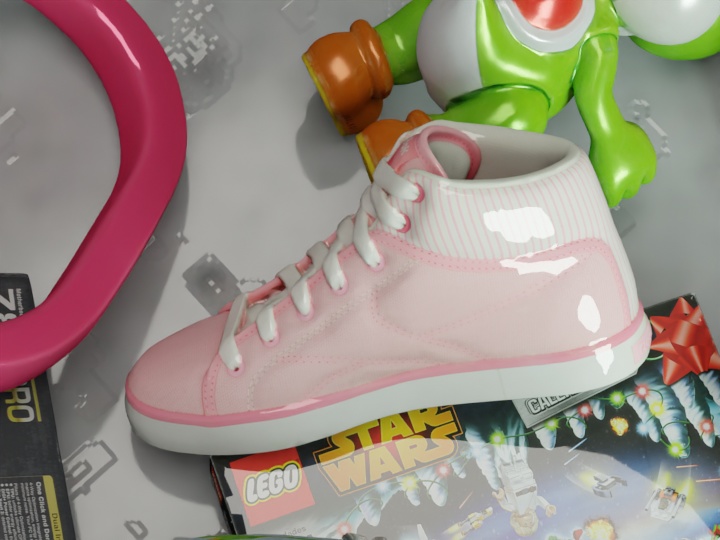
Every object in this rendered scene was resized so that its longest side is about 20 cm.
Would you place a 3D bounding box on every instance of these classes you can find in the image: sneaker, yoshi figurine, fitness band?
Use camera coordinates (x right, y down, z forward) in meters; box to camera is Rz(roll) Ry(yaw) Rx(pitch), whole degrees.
[{"bbox_3d":[0.000,0.000,0.873,0.198,0.076,0.105,-10,116,11],"label":"sneaker"},{"bbox_3d":[0.084,-0.091,0.942,0.199,0.112,0.113,-29,110,0],"label":"yoshi figurine"},{"bbox_3d":[-0.143,-0.042,0.888,0.143,0.037,0.201,38,48,-12],"label":"fitness band"}]

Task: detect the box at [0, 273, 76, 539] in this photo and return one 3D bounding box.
[{"bbox_3d":[-0.178,0.100,0.842,0.160,0.049,0.202,-1,71,-36],"label":"box"}]

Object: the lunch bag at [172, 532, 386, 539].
[{"bbox_3d":[-0.021,0.189,0.802,0.160,0.082,0.202,-1,84,32],"label":"lunch bag"}]

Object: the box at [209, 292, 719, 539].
[{"bbox_3d":[0.057,0.105,0.897,0.198,0.040,0.138,-19,74,-8],"label":"box"}]
